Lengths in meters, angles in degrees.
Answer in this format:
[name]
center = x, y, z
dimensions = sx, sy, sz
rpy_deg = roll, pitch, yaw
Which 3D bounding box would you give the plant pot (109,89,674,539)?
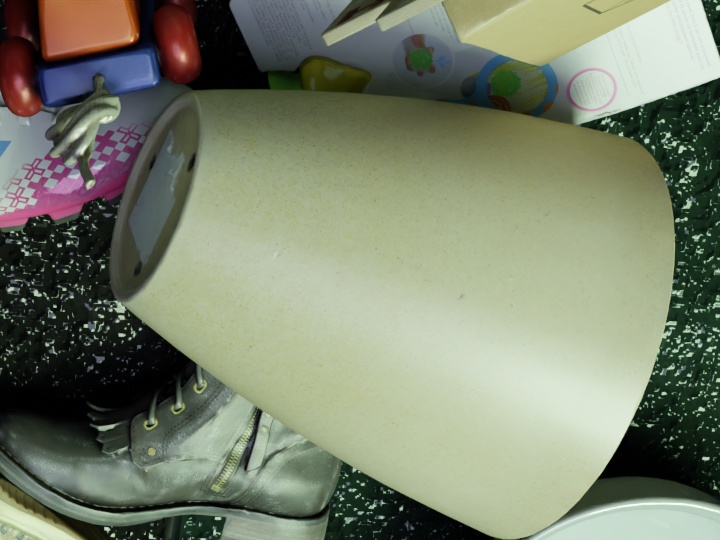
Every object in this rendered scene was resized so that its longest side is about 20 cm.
[plant pot]
center = 0.000, 0.000, 1.007
dimensions = 0.199, 0.188, 0.188
rpy_deg = 18, 114, -22

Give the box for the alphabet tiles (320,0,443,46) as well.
[alphabet tiles]
center = 0.080, -0.146, 0.923
dimensions = 0.199, 0.167, 0.008
rpy_deg = -25, 103, 21

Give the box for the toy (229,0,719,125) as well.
[toy]
center = 0.053, -0.114, 1.069
dimensions = 0.199, 0.047, 0.116
rpy_deg = -19, 122, 9

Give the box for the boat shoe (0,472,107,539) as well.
[boat shoe]
center = -0.182, 0.128, 1.134
dimensions = 0.200, 0.073, 0.063
rpy_deg = 39, 89, -36

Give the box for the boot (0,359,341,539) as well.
[boot]
center = -0.071, 0.039, 1.132
dimensions = 0.199, 0.069, 0.175
rpy_deg = 13, 110, -17

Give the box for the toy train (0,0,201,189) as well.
[toy train]
center = -0.117, -0.123, 0.960
dimensions = 0.084, 0.200, 0.116
rpy_deg = -12, 114, 0

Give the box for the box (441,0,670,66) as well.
[box]
center = 0.140, -0.139, 0.935
dimensions = 0.199, 0.163, 0.021
rpy_deg = -26, 84, 15

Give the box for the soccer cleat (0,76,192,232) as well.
[soccer cleat]
center = -0.173, -0.061, 1.056
dimensions = 0.199, 0.070, 0.087
rpy_deg = -18, 118, 3

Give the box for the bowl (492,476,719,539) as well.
[bowl]
center = 0.132, 0.181, 1.207
dimensions = 0.200, 0.090, 0.202
rpy_deg = -2, 117, -5
